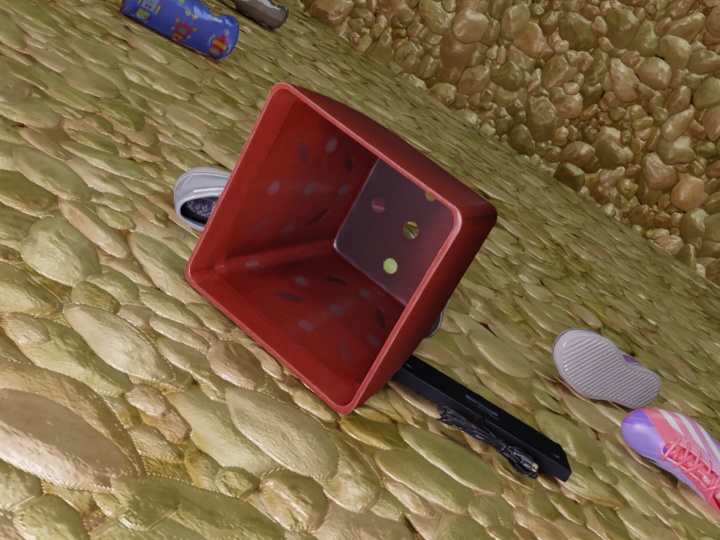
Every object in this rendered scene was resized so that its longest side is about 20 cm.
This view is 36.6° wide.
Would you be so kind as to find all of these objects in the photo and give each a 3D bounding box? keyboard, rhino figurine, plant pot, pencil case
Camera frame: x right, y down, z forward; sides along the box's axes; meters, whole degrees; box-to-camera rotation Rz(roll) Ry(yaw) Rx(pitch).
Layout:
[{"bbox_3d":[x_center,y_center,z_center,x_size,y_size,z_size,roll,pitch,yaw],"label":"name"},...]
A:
[{"bbox_3d":[0.109,0.140,1.012,0.200,0.021,0.127,31,11,-1],"label":"keyboard"},{"bbox_3d":[-0.251,-0.601,2.426,0.200,0.060,0.087,24,20,-18],"label":"rhino figurine"},{"bbox_3d":[0.006,-0.027,0.948,0.200,0.200,0.176,39,24,21],"label":"plant pot"},{"bbox_3d":[-0.294,-0.420,1.787,0.200,0.078,0.087,22,48,-33],"label":"pencil case"}]

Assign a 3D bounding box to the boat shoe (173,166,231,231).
[{"bbox_3d":[-0.089,-0.051,1.085,0.201,0.070,0.072,10,30,-8],"label":"boat shoe"}]

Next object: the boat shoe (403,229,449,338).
[{"bbox_3d":[0.068,0.021,1.196,0.063,0.071,0.200,39,16,-21],"label":"boat shoe"}]

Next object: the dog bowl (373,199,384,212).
[{"bbox_3d":[-0.038,-0.087,1.302,0.200,0.074,0.200,30,17,-10],"label":"dog bowl"}]

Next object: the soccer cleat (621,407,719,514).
[{"bbox_3d":[0.377,0.220,1.197,0.200,0.067,0.076,34,21,-5],"label":"soccer cleat"}]

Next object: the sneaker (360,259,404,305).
[{"bbox_3d":[0.000,0.000,1.126,0.090,0.078,0.200,-1,17,-22],"label":"sneaker"}]

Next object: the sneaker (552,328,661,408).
[{"bbox_3d":[0.274,0.105,1.339,0.200,0.073,0.114,31,9,-43],"label":"sneaker"}]
